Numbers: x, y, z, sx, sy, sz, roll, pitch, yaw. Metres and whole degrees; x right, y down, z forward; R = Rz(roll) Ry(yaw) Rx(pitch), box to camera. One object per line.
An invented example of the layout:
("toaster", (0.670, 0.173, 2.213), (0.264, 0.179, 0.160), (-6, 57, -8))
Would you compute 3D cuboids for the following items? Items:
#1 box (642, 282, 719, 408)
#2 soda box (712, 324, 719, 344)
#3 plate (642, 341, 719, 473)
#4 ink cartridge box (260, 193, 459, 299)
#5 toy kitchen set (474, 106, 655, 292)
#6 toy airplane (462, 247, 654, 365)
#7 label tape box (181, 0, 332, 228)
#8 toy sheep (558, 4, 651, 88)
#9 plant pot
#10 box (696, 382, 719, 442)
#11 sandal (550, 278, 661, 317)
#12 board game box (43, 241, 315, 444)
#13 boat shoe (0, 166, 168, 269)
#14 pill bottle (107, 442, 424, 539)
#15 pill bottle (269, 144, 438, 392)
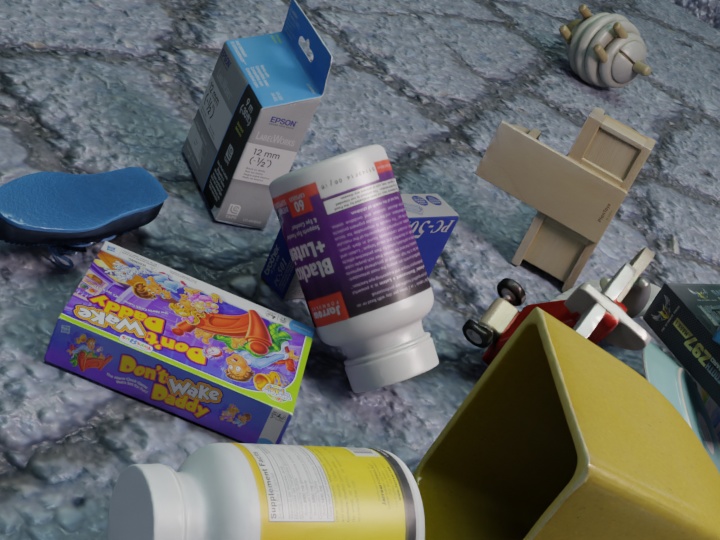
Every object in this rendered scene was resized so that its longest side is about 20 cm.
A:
("box", (0.392, 0.080, 1.235), (0.199, 0.051, 0.158), (2, 39, -36))
("soda box", (0.398, 0.025, 1.210), (0.068, 0.064, 0.200), (34, 32, 14))
("plate", (0.306, 0.157, 1.171), (0.200, 0.025, 0.201), (52, 26, -37))
("ink cartridge box", (0.002, -0.026, 1.283), (0.199, 0.094, 0.044), (-4, 39, -44))
("toy kitchen set", (0.237, -0.121, 1.524), (0.162, 0.201, 0.180), (30, 28, 7))
("toy airplane", (0.201, 0.073, 1.185), (0.141, 0.199, 0.199), (50, 17, -14))
("label tape box", (-0.108, -0.167, 1.316), (0.066, 0.201, 0.144), (7, 33, -29))
("toy sheep", (0.419, -0.376, 2.185), (0.137, 0.139, 0.200), (3, 31, -36))
("plant pot", (0.179, 0.187, 0.977), (0.199, 0.196, 0.195), (24, 27, -18))
("box", (0.427, 0.143, 1.328), (0.101, 0.113, 0.200), (23, 30, -5))
("sandal", (0.254, 0.053, 1.414), (0.201, 0.050, 0.082), (-16, 33, -35))
("board game box", (-0.144, 0.061, 1.066), (0.199, 0.045, 0.135), (23, 28, -6))
("boat shoe", (-0.249, -0.040, 1.134), (0.199, 0.069, 0.084), (-7, 54, -53))
("pill bottle", (-0.064, 0.174, 0.869), (0.199, 0.113, 0.112), (6, 33, -31))
("pill bottle", (0.000, 0.000, 1.135), (0.111, 0.111, 0.202), (-20, 92, -54))
